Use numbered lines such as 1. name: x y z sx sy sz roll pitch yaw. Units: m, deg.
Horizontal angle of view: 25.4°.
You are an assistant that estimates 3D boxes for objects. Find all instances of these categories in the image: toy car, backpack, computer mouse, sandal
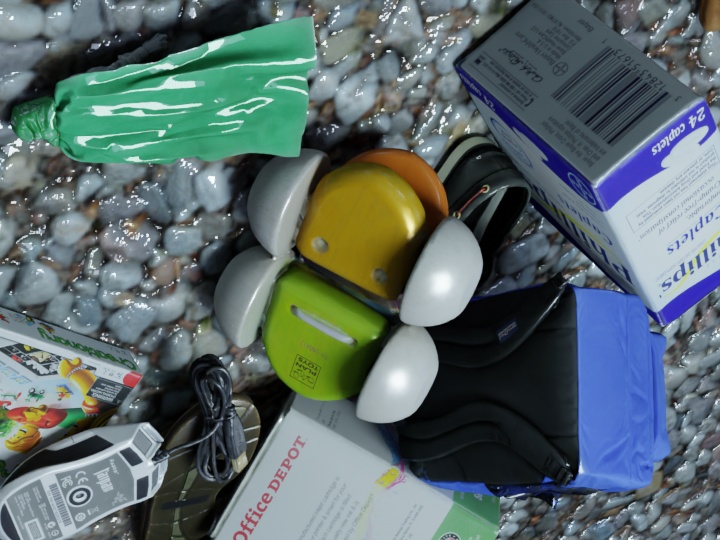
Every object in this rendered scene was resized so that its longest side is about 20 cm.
1. toy car: 0.000 0.000 1.197 0.150 0.174 0.201 -43 158 -61
2. backpack: 0.132 0.105 1.252 0.167 0.199 0.164 18 70 -43
3. computer mouse: -0.182 0.139 1.184 0.199 0.044 0.110 -21 129 -13
4. sandal: -0.139 0.157 1.290 0.081 0.055 0.201 -7 143 -24

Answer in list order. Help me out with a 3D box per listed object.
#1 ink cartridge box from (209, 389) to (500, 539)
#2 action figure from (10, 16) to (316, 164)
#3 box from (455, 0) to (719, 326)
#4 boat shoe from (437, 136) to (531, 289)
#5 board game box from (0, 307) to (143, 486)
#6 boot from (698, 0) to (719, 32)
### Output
1. ink cartridge box: -0.004 0.202 1.319 0.199 0.088 0.146 29 109 -4
2. action figure: -0.132 -0.112 1.058 0.199 0.055 0.119 -11 132 -20
3. box: 0.191 -0.086 1.221 0.105 0.184 0.200 -40 138 -2
4. boat shoe: 0.068 -0.008 1.288 0.073 0.063 0.202 4 126 -41
5. board game box: -0.268 0.088 1.142 0.199 0.035 0.126 24 110 -46
6. boot: 0.345 -0.295 1.245 0.188 0.069 0.201 -31 138 -11
